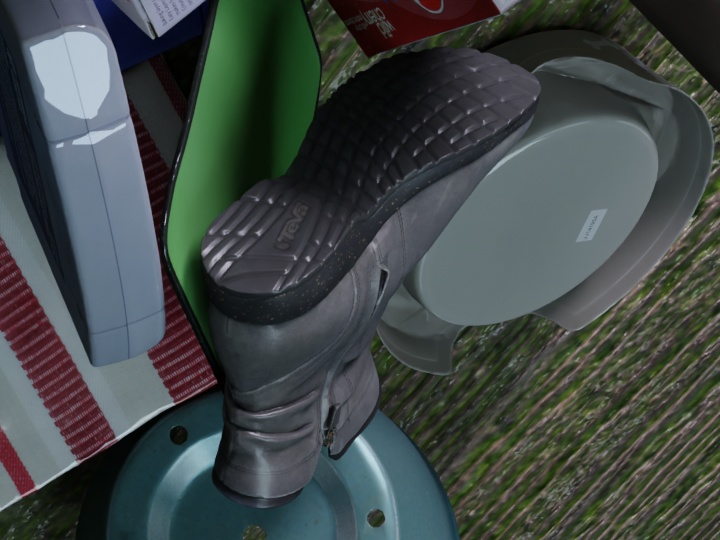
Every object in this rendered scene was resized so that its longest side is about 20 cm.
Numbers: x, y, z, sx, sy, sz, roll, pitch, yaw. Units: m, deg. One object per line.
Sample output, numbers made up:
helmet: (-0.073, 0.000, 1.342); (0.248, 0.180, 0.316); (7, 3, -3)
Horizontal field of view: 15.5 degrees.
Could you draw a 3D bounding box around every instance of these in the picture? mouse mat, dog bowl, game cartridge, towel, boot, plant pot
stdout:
mouse mat: (-0.047, -0.051, 1.114); (0.007, 0.201, 0.161); (3, 149, 14)
dog bowl: (0.080, -0.037, 1.337); (0.199, 0.059, 0.201); (-24, 146, -17)
game cartridge: (-0.115, -0.058, 1.018); (0.041, 0.134, 0.200); (-16, 145, -9)
towel: (-0.141, 0.013, 1.164); (0.199, 0.023, 0.145); (-31, 104, -7)
boot: (0.000, 0.000, 1.109); (0.200, 0.070, 0.132); (-37, 143, -34)
plant pot: (-0.049, 0.134, 1.257); (0.199, 0.201, 0.188); (-31, 169, -5)

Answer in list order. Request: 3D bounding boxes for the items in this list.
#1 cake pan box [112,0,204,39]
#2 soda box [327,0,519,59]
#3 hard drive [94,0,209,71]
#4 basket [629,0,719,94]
cake pan box: (-0.049, -0.209, 0.978); (0.184, 0.052, 0.200); (-42, 146, -11)
soda box: (0.032, -0.137, 1.055); (0.063, 0.070, 0.200); (-38, -171, -11)
hard drive: (-0.147, -0.112, 1.069); (0.199, 0.025, 0.132); (-26, 146, -14)
basket: (0.163, -0.156, 1.130); (0.180, 0.200, 0.136); (14, 124, -50)
